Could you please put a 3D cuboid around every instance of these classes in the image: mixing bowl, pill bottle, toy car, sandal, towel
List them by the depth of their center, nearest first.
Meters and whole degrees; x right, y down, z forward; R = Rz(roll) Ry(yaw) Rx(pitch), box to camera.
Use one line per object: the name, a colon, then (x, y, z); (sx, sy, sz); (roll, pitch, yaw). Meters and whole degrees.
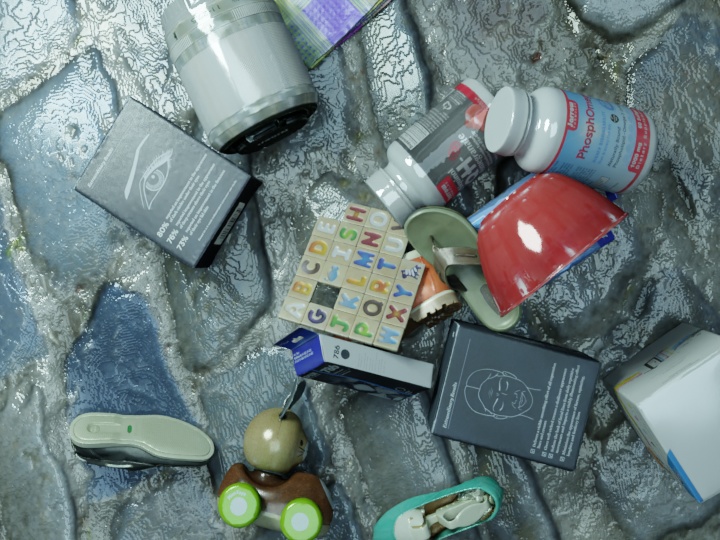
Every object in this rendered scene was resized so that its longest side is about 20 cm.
mixing bowl: (0.215, -0.046, 1.130); (0.200, 0.200, 0.109); (-40, 83, 2)
pill bottle: (0.262, -0.168, 1.164); (0.197, 0.109, 0.110); (10, 91, -17)
sandal: (0.137, -0.003, 1.204); (0.201, 0.057, 0.080); (48, 114, 2)
toy car: (-0.098, 0.245, 1.239); (0.156, 0.164, 0.203); (13, 80, 1)
pill bottle: (0.106, -0.154, 1.242); (0.200, 0.111, 0.111); (-41, 90, 2)
towel: (-0.047, -0.393, 1.286); (0.200, 0.023, 0.144); (-41, 91, 2)

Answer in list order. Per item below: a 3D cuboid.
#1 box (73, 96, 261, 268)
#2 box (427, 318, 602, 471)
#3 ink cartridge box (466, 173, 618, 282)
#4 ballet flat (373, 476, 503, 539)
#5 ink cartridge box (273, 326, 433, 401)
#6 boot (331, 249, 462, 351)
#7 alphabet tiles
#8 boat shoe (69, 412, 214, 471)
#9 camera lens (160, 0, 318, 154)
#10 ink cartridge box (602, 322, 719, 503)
box: (-0.258, -0.117, 1.256); (0.199, 0.104, 0.149); (34, 92, 1)
box: (0.203, 0.164, 1.247); (0.197, 0.107, 0.151); (15, 92, 0)
ink cartridge box: (0.250, -0.062, 1.259); (0.199, 0.076, 0.137); (-34, 90, 0)
ballet flat: (0.104, 0.340, 1.271); (0.198, 0.070, 0.068); (-24, 91, 2)
ink cartridge box: (-0.012, 0.127, 1.222); (0.198, 0.099, 0.040); (18, 66, -20)
boot: (0.031, 0.050, 1.276); (0.198, 0.075, 0.108); (-29, 70, 8)
alphabet tiles: (0.000, 0.000, 1.242); (0.165, 0.008, 0.202); (14, 61, 12)
boat shoe: (-0.304, 0.246, 1.292); (0.197, 0.072, 0.068); (7, 128, -5)
camera lens: (-0.158, -0.267, 1.223); (0.158, 0.160, 0.202); (-25, 90, 2)
ink cartridge box: (0.428, 0.176, 1.195); (0.144, 0.200, 0.148); (-34, 90, 4)
